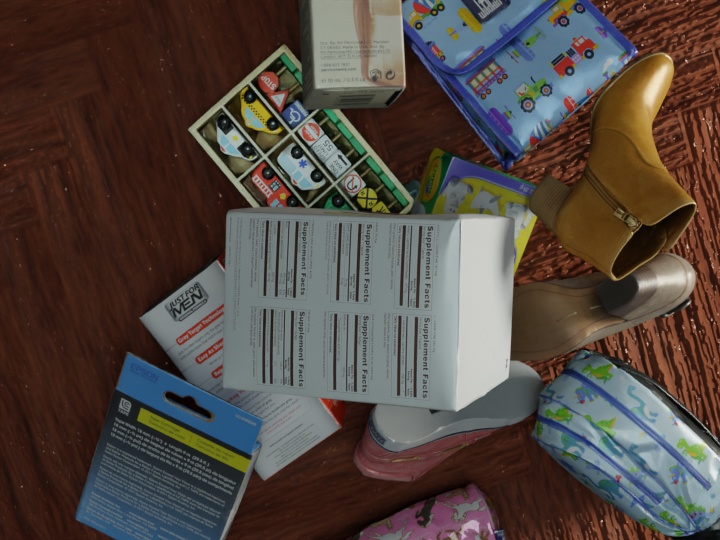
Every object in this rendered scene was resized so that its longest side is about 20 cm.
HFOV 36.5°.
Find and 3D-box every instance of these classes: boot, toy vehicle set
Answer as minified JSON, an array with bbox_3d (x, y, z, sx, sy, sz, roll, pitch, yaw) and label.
[{"bbox_3d":[0.223,0.038,1.046,0.198,0.145,0.071,-20,79,32],"label":"boot"},{"bbox_3d":[0.253,-0.092,0.975,0.202,0.144,0.071,-51,131,3],"label":"boot"},{"bbox_3d":[-0.055,-0.100,1.054,0.124,0.027,0.200,-41,93,1],"label":"toy vehicle set"}]

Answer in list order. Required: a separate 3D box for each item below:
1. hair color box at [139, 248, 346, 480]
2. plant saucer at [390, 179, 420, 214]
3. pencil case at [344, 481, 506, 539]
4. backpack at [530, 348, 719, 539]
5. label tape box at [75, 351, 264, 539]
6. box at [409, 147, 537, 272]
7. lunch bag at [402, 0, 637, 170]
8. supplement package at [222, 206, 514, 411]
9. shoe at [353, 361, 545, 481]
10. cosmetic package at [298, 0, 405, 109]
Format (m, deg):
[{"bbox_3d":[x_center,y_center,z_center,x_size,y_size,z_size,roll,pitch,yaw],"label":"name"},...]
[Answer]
[{"bbox_3d":[-0.111,0.091,1.060,0.101,0.061,0.201,-34,99,11],"label":"hair color box"},{"bbox_3d":[0.000,0.000,1.085,0.199,0.019,0.070,-40,98,3],"label":"plant saucer"},{"bbox_3d":[0.049,0.290,1.095,0.198,0.087,0.083,-23,129,0],"label":"pencil case"},{"bbox_3d":[0.261,0.167,1.049,0.153,0.163,0.201,-34,101,-3],"label":"backpack"},{"bbox_3d":[-0.173,0.175,1.031,0.143,0.063,0.202,25,115,4],"label":"label tape box"},{"bbox_3d":[0.090,-0.004,1.054,0.116,0.048,0.203,15,102,-26],"label":"box"},{"bbox_3d":[0.136,-0.225,1.039,0.150,0.094,0.201,-40,88,-1],"label":"lunch bag"},{"bbox_3d":[0.014,0.024,0.925,0.197,0.191,0.150,3,94,20],"label":"supplement package"},{"bbox_3d":[0.086,0.150,1.089,0.198,0.091,0.072,-13,61,-27],"label":"shoe"},{"bbox_3d":[-0.012,-0.255,0.992,0.086,0.103,0.204,-3,89,-8],"label":"cosmetic package"}]
